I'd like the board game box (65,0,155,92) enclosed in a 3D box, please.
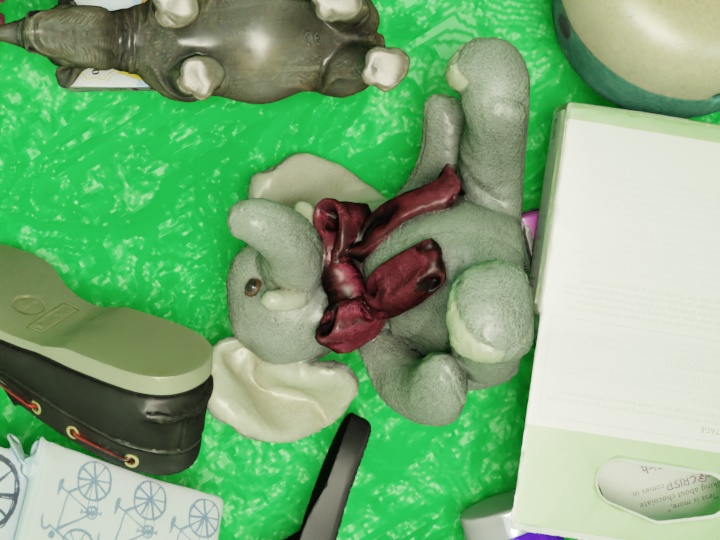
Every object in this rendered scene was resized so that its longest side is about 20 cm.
[{"bbox_3d":[-0.084,-0.192,0.843,0.132,0.034,0.203,-1,92,-3],"label":"board game box"}]

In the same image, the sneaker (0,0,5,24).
[{"bbox_3d":[-0.226,-0.180,0.819,0.086,0.074,0.203,-5,88,-3],"label":"sneaker"}]

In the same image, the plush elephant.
[{"bbox_3d":[0.000,0.000,0.790,0.153,0.201,0.167,1,63,2],"label":"plush elephant"}]

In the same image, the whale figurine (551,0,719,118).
[{"bbox_3d":[0.143,-0.169,0.836,0.157,0.104,0.202,-12,70,-16],"label":"whale figurine"}]

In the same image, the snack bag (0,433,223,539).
[{"bbox_3d":[-0.159,0.160,0.725,0.198,0.021,0.191,23,59,-24],"label":"snack bag"}]

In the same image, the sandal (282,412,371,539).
[{"bbox_3d":[-0.047,0.165,0.843,0.045,0.075,0.202,19,84,-6],"label":"sandal"}]

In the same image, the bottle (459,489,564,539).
[{"bbox_3d":[0.104,0.213,0.853,0.083,0.065,0.202,-18,93,6],"label":"bottle"}]

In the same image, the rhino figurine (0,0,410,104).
[{"bbox_3d":[-0.078,-0.109,0.785,0.197,0.087,0.061,-1,98,-4],"label":"rhino figurine"}]

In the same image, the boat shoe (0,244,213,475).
[{"bbox_3d":[-0.157,0.037,0.806,0.200,0.073,0.064,23,121,27],"label":"boat shoe"}]

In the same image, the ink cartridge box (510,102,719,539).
[{"bbox_3d":[0.150,0.030,0.796,0.143,0.048,0.203,8,92,-3],"label":"ink cartridge box"}]

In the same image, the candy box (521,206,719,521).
[{"bbox_3d":[0.164,0.052,0.852,0.135,0.061,0.203,-14,92,-3],"label":"candy box"}]
